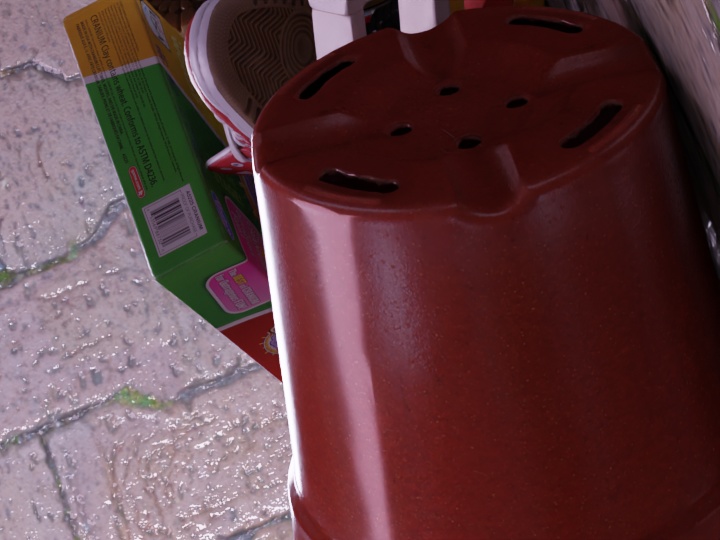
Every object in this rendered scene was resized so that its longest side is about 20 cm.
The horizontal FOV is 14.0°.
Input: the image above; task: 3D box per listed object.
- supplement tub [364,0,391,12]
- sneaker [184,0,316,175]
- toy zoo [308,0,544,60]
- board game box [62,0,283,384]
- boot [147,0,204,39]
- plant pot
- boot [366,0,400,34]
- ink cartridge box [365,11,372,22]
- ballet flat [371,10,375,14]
[{"bbox_3d":[-0.020,-0.191,1.288,0.200,0.145,0.146,81,167,-89],"label":"supplement tub"},{"bbox_3d":[-0.046,-0.081,1.314,0.200,0.112,0.072,19,-101,-56],"label":"sneaker"},{"bbox_3d":[0.031,-0.075,1.171,0.020,0.131,0.201,15,125,33],"label":"toy zoo"},{"bbox_3d":[-0.070,-0.035,1.467,0.200,0.040,0.153,44,-158,-62],"label":"board game box"},{"bbox_3d":[-0.036,-0.168,1.566,0.075,0.200,0.107,30,158,35],"label":"boot"},{"bbox_3d":[0.051,0.023,1.066,0.201,0.200,0.196,-112,8,-59],"label":"plant pot"},{"bbox_3d":[0.065,-0.092,1.520,0.200,0.138,0.078,-27,47,58],"label":"boot"},{"bbox_3d":[-0.043,-0.170,1.639,0.084,0.199,0.176,-119,7,-83],"label":"ink cartridge box"},{"bbox_3d":[0.028,-0.169,1.530,0.067,0.070,0.200,-107,-4,-49],"label":"ballet flat"}]
